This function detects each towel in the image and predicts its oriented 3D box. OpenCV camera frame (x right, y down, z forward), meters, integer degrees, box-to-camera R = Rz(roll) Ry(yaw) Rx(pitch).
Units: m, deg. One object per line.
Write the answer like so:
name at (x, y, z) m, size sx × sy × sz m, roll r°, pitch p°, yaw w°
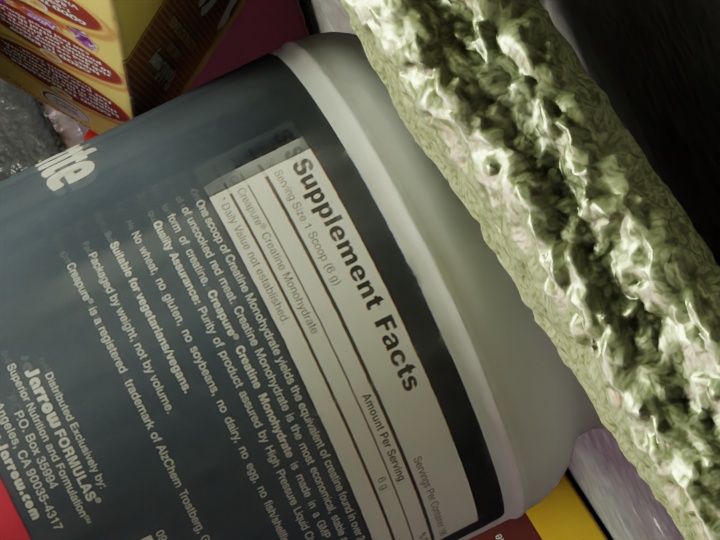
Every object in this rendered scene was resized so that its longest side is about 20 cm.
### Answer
towel at (0.055, 0.007, 0.521) m, size 0.200 × 0.036 × 0.148 m, roll 58°, pitch -177°, yaw 15°

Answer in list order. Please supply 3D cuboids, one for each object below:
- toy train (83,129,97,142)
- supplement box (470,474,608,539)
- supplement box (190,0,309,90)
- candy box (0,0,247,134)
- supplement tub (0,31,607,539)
toy train at (-0.075, -0.051, 1.257) m, size 0.116 × 0.085 × 0.200 m, roll 52°, pitch -179°, yaw -35°
supplement box at (0.032, 0.212, 0.879) m, size 0.197 × 0.200 × 0.133 m, roll 58°, pitch 171°, yaw 39°
supplement box at (-0.096, -0.141, 1.019) m, size 0.200 × 0.086 × 0.110 m, roll 59°, pitch 172°, yaw 37°
candy box at (-0.051, -0.112, 0.642) m, size 0.056 × 0.117 × 0.200 m, roll 30°, pitch 168°, yaw 6°
supplement tub at (-0.032, 0.024, 0.670) m, size 0.140 × 0.200 × 0.140 m, roll 62°, pitch 172°, yaw 14°
